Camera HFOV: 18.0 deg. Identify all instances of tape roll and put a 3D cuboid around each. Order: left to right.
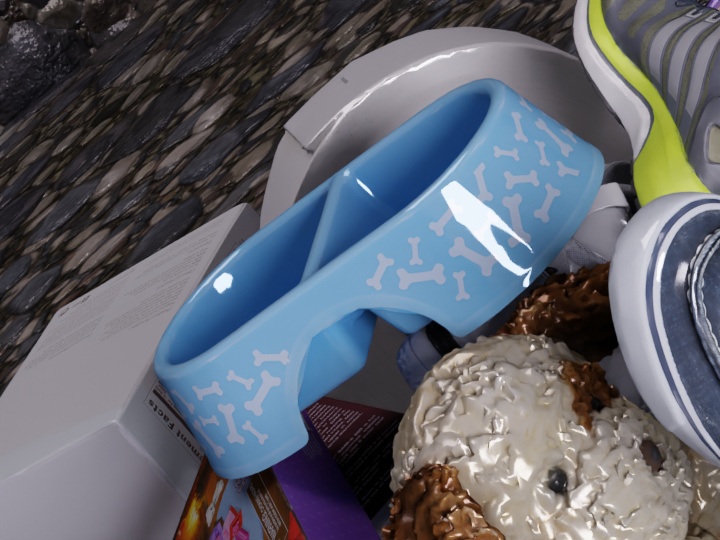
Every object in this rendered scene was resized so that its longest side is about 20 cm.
[{"bbox_3d":[0.054,-0.012,1.067,0.202,0.203,0.071,-40,17,0],"label":"tape roll"}]

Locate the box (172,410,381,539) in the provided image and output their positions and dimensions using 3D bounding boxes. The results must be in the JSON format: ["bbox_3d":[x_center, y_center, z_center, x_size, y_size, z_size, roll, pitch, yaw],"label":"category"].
[{"bbox_3d":[-0.041,0.144,0.878,0.200,0.039,0.137,-129,58,-69],"label":"box"}]

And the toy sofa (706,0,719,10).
[{"bbox_3d":[0.212,-0.141,1.072,0.200,0.083,0.098,-54,30,-2],"label":"toy sofa"}]

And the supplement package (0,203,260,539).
[{"bbox_3d":[-0.099,0.100,1.194,0.151,0.151,0.200,-28,20,32],"label":"supplement package"}]

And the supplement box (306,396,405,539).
[{"bbox_3d":[0.018,0.115,0.988,0.061,0.109,0.200,-47,19,-16],"label":"supplement box"}]

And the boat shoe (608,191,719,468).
[{"bbox_3d":[0.160,0.055,0.686,0.071,0.200,0.091,-47,22,-20],"label":"boat shoe"}]

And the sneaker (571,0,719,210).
[{"bbox_3d":[0.141,-0.073,0.875,0.081,0.074,0.200,-45,35,23],"label":"sneaker"}]

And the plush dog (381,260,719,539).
[{"bbox_3d":[0.080,0.095,0.796,0.160,0.172,0.200,-27,23,38],"label":"plush dog"}]

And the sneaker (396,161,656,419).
[{"bbox_3d":[0.104,0.029,0.914,0.115,0.200,0.075,-50,58,11],"label":"sneaker"}]

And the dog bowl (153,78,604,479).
[{"bbox_3d":[0.000,0.000,0.867,0.200,0.050,0.112,-36,19,25],"label":"dog bowl"}]
